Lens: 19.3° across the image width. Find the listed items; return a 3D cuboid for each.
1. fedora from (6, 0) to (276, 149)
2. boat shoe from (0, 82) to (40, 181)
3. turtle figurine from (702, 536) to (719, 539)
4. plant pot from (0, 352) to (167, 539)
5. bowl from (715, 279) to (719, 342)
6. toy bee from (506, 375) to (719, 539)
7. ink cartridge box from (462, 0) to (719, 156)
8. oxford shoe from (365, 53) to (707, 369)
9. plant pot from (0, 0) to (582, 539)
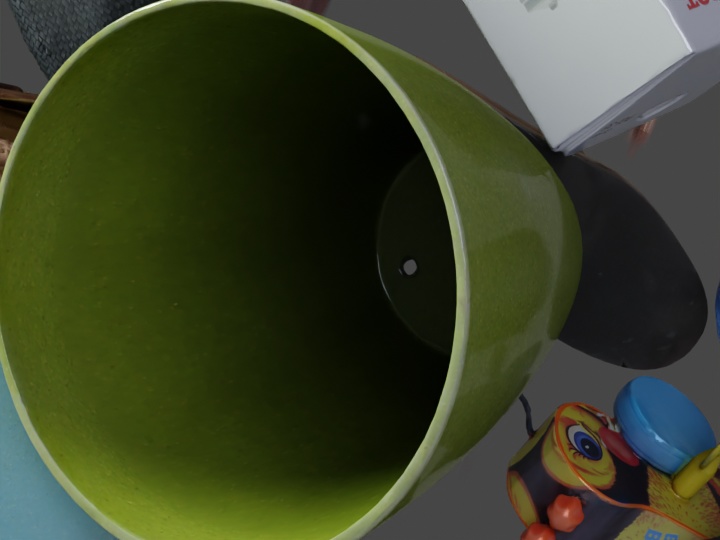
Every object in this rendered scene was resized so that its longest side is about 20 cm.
[{"bbox_3d":[-0.096,-0.129,0.854,0.091,0.201,0.202,-19,82,8],"label":"fedora"},{"bbox_3d":[-0.106,-0.032,0.877,0.198,0.068,0.073,16,77,-7],"label":"boat shoe"},{"bbox_3d":[0.209,0.102,0.761,0.150,0.200,0.101,45,50,-5],"label":"turtle figurine"},{"bbox_3d":[-0.181,0.056,0.813,0.141,0.141,0.201,-32,83,-14],"label":"plant pot"},{"bbox_3d":[0.247,0.009,0.873,0.199,0.201,0.040,-10,121,-11],"label":"bowl"},{"bbox_3d":[0.099,0.097,0.868,0.198,0.109,0.132,17,121,4],"label":"toy bee"},{"bbox_3d":[0.092,-0.165,0.897,0.146,0.083,0.201,-24,82,-54],"label":"ink cartridge box"},{"bbox_3d":[0.071,-0.033,0.913,0.200,0.071,0.071,39,101,-16],"label":"oxford shoe"},{"bbox_3d":[0.000,0.000,0.766,0.186,0.199,0.189,2,94,29],"label":"plant pot"}]
